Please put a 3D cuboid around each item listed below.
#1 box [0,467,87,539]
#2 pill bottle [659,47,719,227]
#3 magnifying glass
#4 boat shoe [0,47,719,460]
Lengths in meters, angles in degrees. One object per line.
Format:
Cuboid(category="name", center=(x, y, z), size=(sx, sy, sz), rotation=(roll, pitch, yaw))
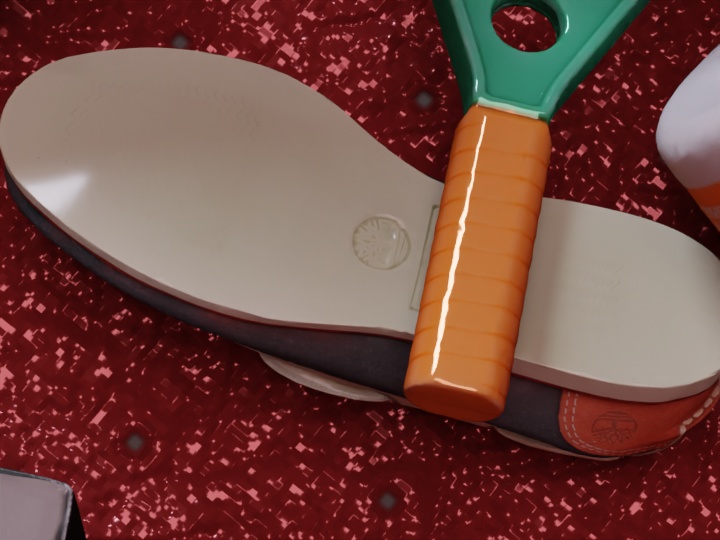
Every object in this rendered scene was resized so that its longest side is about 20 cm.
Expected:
Cuboid(category="box", center=(-0.173, 0.098, 0.684), size=(0.199, 0.149, 0.125), rotation=(12, 77, -1))
Cuboid(category="pill bottle", center=(0.176, 0.009, 0.725), size=(0.114, 0.114, 0.200), rotation=(-41, 98, -12))
Cuboid(category="magnifying glass", center=(0.041, -0.056, 0.750), size=(0.079, 0.022, 0.201), rotation=(13, 65, -3))
Cuboid(category="boat shoe", center=(0.000, 0.000, 0.764), size=(0.199, 0.063, 0.071), rotation=(17, 65, 0))
